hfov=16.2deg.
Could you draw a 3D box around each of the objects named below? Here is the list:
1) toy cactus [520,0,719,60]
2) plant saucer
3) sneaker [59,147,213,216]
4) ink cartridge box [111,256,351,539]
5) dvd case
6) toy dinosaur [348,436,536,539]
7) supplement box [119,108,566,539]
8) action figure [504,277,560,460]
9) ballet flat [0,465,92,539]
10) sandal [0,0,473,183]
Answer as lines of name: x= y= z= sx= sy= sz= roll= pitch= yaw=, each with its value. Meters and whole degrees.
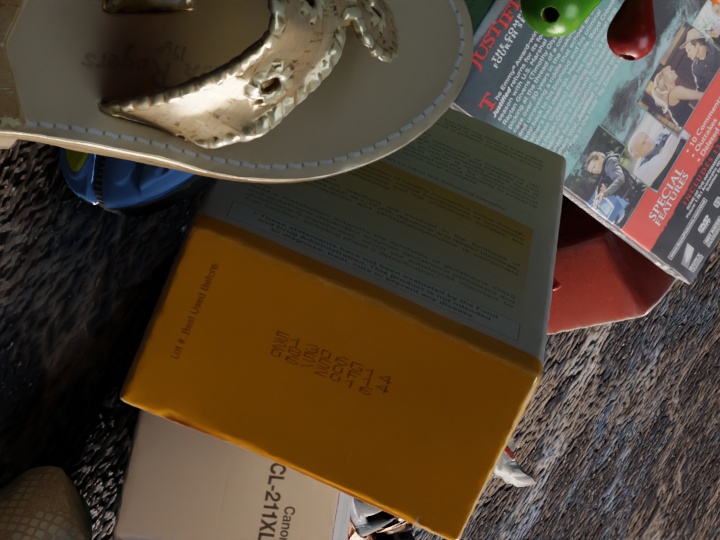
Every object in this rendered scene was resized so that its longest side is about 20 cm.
toy cactus: x=0.153 y=-0.155 z=0.973 sx=0.200 sy=0.102 sz=0.165 roll=-55 pitch=153 yaw=7
plant saucer: x=0.147 y=-0.056 z=1.253 sx=0.200 sy=0.037 sz=0.200 roll=-52 pitch=-170 yaw=-16
sneaker: x=-0.022 y=-0.085 z=0.859 sx=0.200 sy=0.071 sz=0.083 roll=-49 pitch=151 yaw=-27
ink cartridge box: x=-0.048 y=0.112 z=1.035 sx=0.200 sy=0.082 sz=0.146 roll=94 pitch=4 yaw=-49
dvd case: x=0.120 y=-0.095 z=1.060 sx=0.200 sy=0.022 sz=0.146 roll=32 pitch=90 yaw=-46
toy dinosaur: x=-0.001 y=0.099 z=1.191 sx=0.136 sy=0.102 sz=0.200 roll=-36 pitch=173 yaw=-10
supplement box: x=0.000 y=0.000 z=0.906 sx=0.200 sy=0.126 sz=0.074 roll=-72 pitch=-174 yaw=-66
action figure: x=0.042 y=-0.004 z=1.062 sx=0.065 sy=0.099 sz=0.201 roll=-37 pitch=136 yaw=-36
ballet flat: x=-0.170 y=0.159 z=0.947 sx=0.200 sy=0.067 sz=0.062 roll=-58 pitch=145 yaw=1
sandal: x=-0.048 y=-0.069 z=0.749 sx=0.211 sy=0.078 sz=0.070 roll=-2 pitch=171 yaw=-24
